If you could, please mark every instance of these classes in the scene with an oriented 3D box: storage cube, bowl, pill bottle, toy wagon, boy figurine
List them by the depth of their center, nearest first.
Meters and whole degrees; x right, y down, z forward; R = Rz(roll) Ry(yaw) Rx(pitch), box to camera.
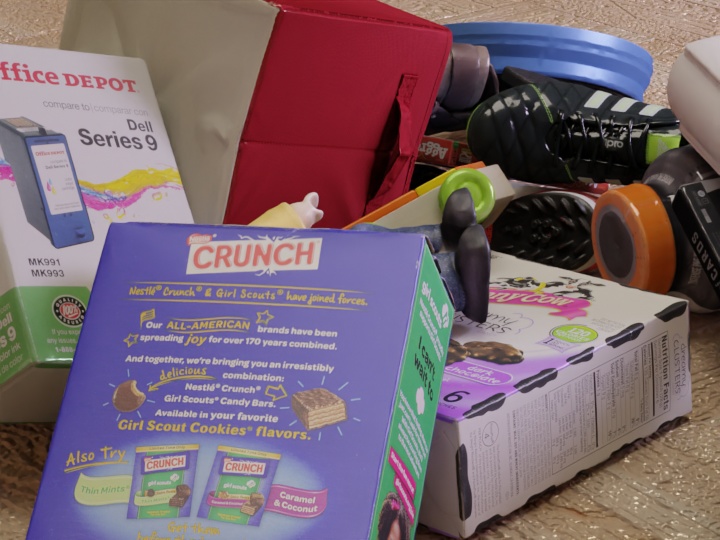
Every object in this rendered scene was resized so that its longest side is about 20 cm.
[{"bbox_3d":[-0.033,0.000,1.233,0.199,0.065,0.125,-5,40,-6],"label":"boy figurine"},{"bbox_3d":[0.000,0.000,1.357,0.199,0.040,0.155,-28,-9,-16],"label":"toy wagon"},{"bbox_3d":[0.247,-0.033,1.424,0.199,0.107,0.106,-12,22,-20],"label":"pill bottle"},{"bbox_3d":[-0.080,-0.102,1.433,0.199,0.172,0.179,24,14,33],"label":"storage cube"},{"bbox_3d":[0.122,-0.146,1.725,0.199,0.040,0.201,4,-8,1],"label":"bowl"}]

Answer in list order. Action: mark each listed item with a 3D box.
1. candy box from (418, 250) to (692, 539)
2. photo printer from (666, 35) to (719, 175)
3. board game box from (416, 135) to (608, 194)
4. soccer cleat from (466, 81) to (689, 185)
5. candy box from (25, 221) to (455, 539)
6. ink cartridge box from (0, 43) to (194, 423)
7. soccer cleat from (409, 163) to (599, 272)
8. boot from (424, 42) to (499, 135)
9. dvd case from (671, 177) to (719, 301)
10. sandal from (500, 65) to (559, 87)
[{"bbox_3d":[0.059,0.061,1.256,0.167,0.072,0.199,14,27,42],"label":"candy box"},{"bbox_3d":[0.287,-0.078,1.306,0.165,0.070,0.200,-7,28,-12],"label":"photo printer"},{"bbox_3d":[0.080,-0.078,1.592,0.103,0.020,0.199,14,4,38],"label":"board game box"},{"bbox_3d":[0.168,-0.085,1.481,0.199,0.068,0.081,4,5,-20],"label":"soccer cleat"},{"bbox_3d":[-0.055,0.079,1.089,0.168,0.077,0.201,2,59,16],"label":"candy box"},{"bbox_3d":[-0.173,-0.021,1.283,0.145,0.201,0.087,3,-29,-45],"label":"ink cartridge box"},{"bbox_3d":[0.089,-0.032,1.529,0.199,0.069,0.073,8,3,35],"label":"soccer cleat"},{"bbox_3d":[0.030,-0.115,1.649,0.145,0.071,0.200,-4,-12,3],"label":"boot"},{"bbox_3d":[0.302,-0.004,1.336,0.199,0.025,0.151,-11,58,-20],"label":"dvd case"},{"bbox_3d":[0.177,-0.081,1.588,0.199,0.045,0.075,34,17,11],"label":"sandal"}]
